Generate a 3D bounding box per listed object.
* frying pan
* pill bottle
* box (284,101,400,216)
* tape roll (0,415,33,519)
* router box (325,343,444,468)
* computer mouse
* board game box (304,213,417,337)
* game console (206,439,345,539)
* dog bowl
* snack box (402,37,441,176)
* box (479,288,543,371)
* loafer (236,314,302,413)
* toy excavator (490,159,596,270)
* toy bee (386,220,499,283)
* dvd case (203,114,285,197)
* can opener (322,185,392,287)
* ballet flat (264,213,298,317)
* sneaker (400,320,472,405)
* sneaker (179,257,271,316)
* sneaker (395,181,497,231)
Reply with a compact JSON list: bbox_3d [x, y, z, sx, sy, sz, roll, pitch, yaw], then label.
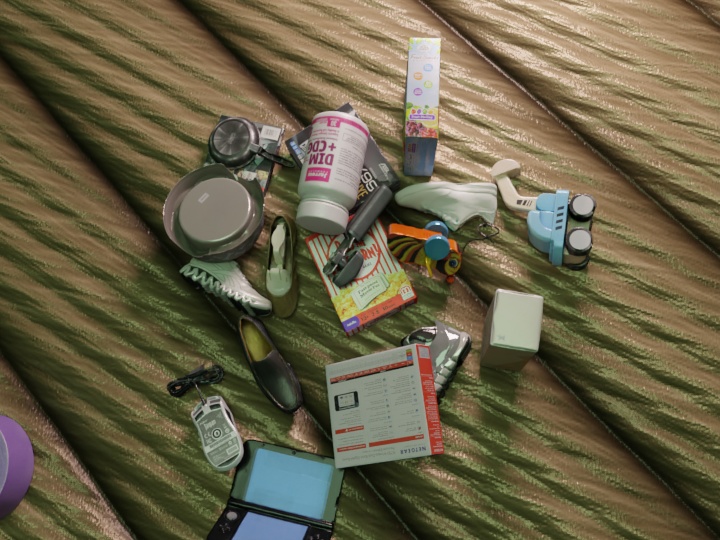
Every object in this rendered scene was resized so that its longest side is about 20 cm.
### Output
[{"bbox_3d":[-0.233,-0.237,1.361,0.115,0.031,0.190,-44,72,-6],"label":"frying pan"},{"bbox_3d":[-0.054,-0.177,1.249,0.111,0.114,0.204,8,76,8],"label":"pill bottle"},{"bbox_3d":[-0.036,-0.209,1.341,0.156,0.050,0.202,-31,74,-3],"label":"box"},{"bbox_3d":[-0.712,0.363,1.234,0.195,0.085,0.205,-1,74,5],"label":"tape roll"},{"bbox_3d":[0.036,0.237,1.167,0.197,0.048,0.184,-17,71,32],"label":"router box"},{"bbox_3d":[-0.273,0.274,1.239,0.108,0.044,0.202,-26,68,-7],"label":"computer mouse"},{"bbox_3d":[0.000,0.000,1.283,0.149,0.046,0.203,-26,74,-2],"label":"board game box"},{"bbox_3d":[-0.141,0.398,1.156,0.195,0.176,0.119,10,104,9],"label":"game console"},{"bbox_3d":[-0.274,-0.106,1.294,0.195,0.059,0.204,-2,62,4],"label":"dog bowl"},{"bbox_3d":[0.116,-0.308,1.292,0.066,0.169,0.205,4,74,3],"label":"snack box"},{"bbox_3d":[0.252,0.107,1.149,0.076,0.200,0.097,9,75,8],"label":"box"},{"bbox_3d":[-0.174,0.172,1.239,0.072,0.072,0.201,-35,75,-6],"label":"loafer"},{"bbox_3d":[0.335,-0.110,1.263,0.196,0.100,0.199,6,74,16],"label":"toy excavator"},{"bbox_3d":[0.144,-0.026,1.243,0.196,0.111,0.131,14,35,20],"label":"toy bee"},{"bbox_3d":[-0.248,-0.211,1.378,0.143,0.022,0.204,12,77,9],"label":"dvd case"},{"bbox_3d":[0.001,-0.063,1.259,0.067,0.053,0.201,40,79,-18],"label":"can opener"},{"bbox_3d":[-0.153,-0.016,1.288,0.066,0.072,0.205,0,75,7],"label":"ballet flat"},{"bbox_3d":[0.107,0.179,1.218,0.114,0.075,0.201,30,74,22],"label":"sneaker"},{"bbox_3d":[-0.248,0.020,1.290,0.197,0.075,0.082,27,70,14],"label":"sneaker"},{"bbox_3d":[0.164,-0.120,1.292,0.195,0.075,0.091,-1,86,4],"label":"sneaker"}]
